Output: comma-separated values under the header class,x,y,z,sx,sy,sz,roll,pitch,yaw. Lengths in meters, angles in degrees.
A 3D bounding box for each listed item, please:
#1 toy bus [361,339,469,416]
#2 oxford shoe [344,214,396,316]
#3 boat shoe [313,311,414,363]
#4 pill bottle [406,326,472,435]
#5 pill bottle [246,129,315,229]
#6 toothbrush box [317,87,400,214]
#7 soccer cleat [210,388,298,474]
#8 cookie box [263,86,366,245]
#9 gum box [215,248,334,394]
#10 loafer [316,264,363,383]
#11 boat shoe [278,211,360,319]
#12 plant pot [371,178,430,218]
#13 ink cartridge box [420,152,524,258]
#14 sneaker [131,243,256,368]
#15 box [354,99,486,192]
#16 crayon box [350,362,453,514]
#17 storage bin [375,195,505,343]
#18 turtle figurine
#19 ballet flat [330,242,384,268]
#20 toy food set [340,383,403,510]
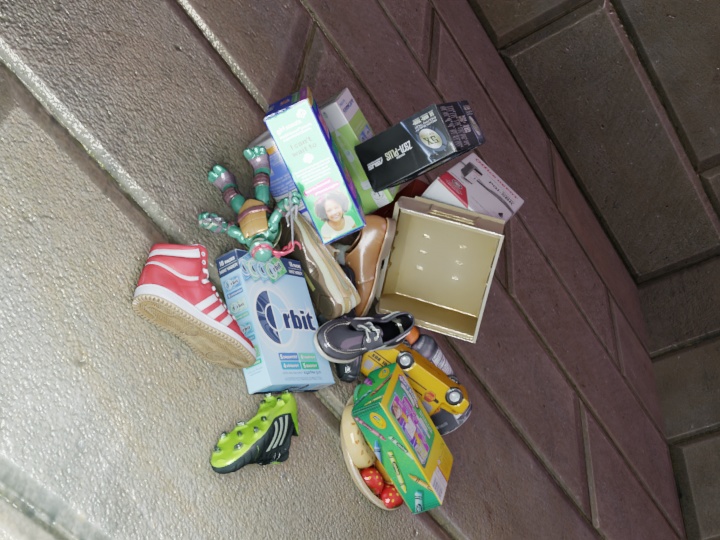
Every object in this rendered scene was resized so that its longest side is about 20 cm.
class,x,y,z,sx,sy,sz,roll,pitch,yaw
toy bus,0.088,0.181,1.523,0.199,0.079,0.065,37,12,-11
oxford shoe,0.000,0.000,1.540,0.070,0.203,0.071,13,10,-12
boat shoe,0.009,0.094,1.405,0.199,0.063,0.073,-5,63,-48
pill bottle,0.111,0.189,1.617,0.201,0.105,0.106,58,26,-16
pill bottle,-0.094,-0.144,1.491,0.201,0.111,0.112,57,27,-18
toothbrush box,-0.040,-0.194,1.598,0.201,0.144,0.086,56,27,-18
soccer cleat,-0.128,0.225,1.172,0.200,0.067,0.082,-39,116,-64
cookie box,-0.067,-0.160,1.341,0.171,0.074,0.202,-98,163,-73
gum box,-0.123,0.077,1.323,0.169,0.044,0.203,11,58,-60
loafer,-0.040,0.085,1.469,0.070,0.068,0.203,6,64,-28
boat shoe,-0.068,-0.020,1.446,0.076,0.072,0.202,-24,82,-34
plant pot,0.109,-0.053,1.737,0.176,0.199,0.201,46,30,-14
ink cartridge box,0.207,-0.125,1.685,0.147,0.083,0.200,44,32,4
sneaker,-0.203,0.041,1.167,0.200,0.071,0.114,41,38,-38
box,0.106,-0.215,1.545,0.087,0.162,0.200,64,25,-1
crayon box,0.069,0.262,1.414,0.201,0.058,0.119,59,25,-15
storage bin,0.135,-0.008,1.574,0.094,0.196,0.203,-55,158,-65
turtle figurine,-0.156,-0.081,1.289,0.101,0.148,0.202,80,-8,-51
ballet flat,-0.015,-0.020,1.598,0.199,0.062,0.068,10,60,-60
toy food set,0.032,0.282,1.449,0.202,0.048,0.198,61,25,-10
